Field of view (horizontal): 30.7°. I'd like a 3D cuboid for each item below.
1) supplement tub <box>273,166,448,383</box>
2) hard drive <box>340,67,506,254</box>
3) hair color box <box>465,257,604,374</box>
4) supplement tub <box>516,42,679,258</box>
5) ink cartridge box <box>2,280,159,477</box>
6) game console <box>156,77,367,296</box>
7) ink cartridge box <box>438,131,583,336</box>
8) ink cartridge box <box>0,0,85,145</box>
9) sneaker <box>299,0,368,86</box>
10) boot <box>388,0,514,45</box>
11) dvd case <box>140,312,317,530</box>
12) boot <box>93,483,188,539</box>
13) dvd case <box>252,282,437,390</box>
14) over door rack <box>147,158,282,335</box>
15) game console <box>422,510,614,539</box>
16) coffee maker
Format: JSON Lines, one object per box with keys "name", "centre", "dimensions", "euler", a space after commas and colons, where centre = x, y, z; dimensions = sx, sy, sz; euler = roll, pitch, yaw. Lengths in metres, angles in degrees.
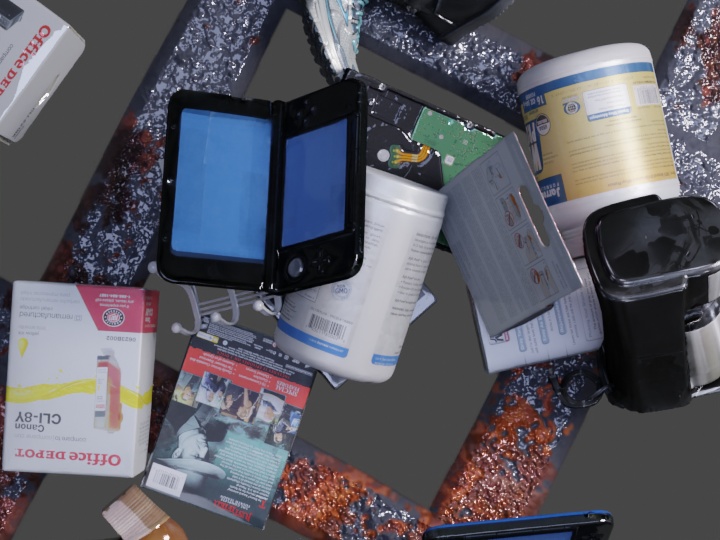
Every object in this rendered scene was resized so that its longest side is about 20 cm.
{"name": "supplement tub", "centre": [0.000, 0.000, 1.323], "dimensions": [0.131, 0.132, 0.202], "euler": [19, 96, 1]}
{"name": "hard drive", "centre": [0.049, -0.113, 1.395], "dimensions": [0.198, 0.038, 0.141], "euler": [21, 99, -11]}
{"name": "hair color box", "centre": [0.221, 0.041, 1.406], "dimensions": [0.198, 0.061, 0.100], "euler": [-12, 88, -1]}
{"name": "supplement tub", "centre": [0.251, -0.122, 1.368], "dimensions": [0.143, 0.145, 0.202], "euler": [-12, 88, 0]}
{"name": "ink cartridge box", "centre": [-0.297, 0.115, 1.396], "dimensions": [0.144, 0.083, 0.202], "euler": [3, 88, 0]}
{"name": "game console", "centre": [-0.092, -0.087, 1.257], "dimensions": [0.175, 0.116, 0.202], "euler": [-13, 68, 41]}
{"name": "ink cartridge box", "centre": [0.152, -0.036, 1.285], "dimensions": [0.047, 0.200, 0.161], "euler": [-20, 82, -25]}
{"name": "ink cartridge box", "centre": [-0.420, -0.253, 1.408], "dimensions": [0.199, 0.084, 0.145], "euler": [36, 88, 1]}
{"name": "sneaker", "centre": [-0.022, -0.285, 1.411], "dimensions": [0.086, 0.078, 0.202], "euler": [-19, 90, -7]}
{"name": "boot", "centre": [0.059, -0.326, 1.343], "dimensions": [0.199, 0.165, 0.066], "euler": [31, 54, -21]}
{"name": "dvd case", "centre": [-0.140, 0.163, 1.425], "dimensions": [0.145, 0.022, 0.202], "euler": [18, 87, 1]}
{"name": "boot", "centre": [-0.264, 0.347, 1.403], "dimensions": [0.200, 0.077, 0.156], "euler": [-40, 92, -8]}
{"name": "dvd case", "centre": [-0.035, 0.005, 1.418], "dimensions": [0.150, 0.025, 0.200], "euler": [-40, 86, -8]}
{"name": "over door rack", "centre": [-0.157, -0.042, 1.363], "dimensions": [0.147, 0.066, 0.202], "euler": [-14, 79, 42]}
{"name": "game console", "centre": [0.168, 0.339, 1.374], "dimensions": [0.198, 0.171, 0.119], "euler": [-6, 62, 0]}
{"name": "coffee maker", "centre": [0.272, 0.042, 1.263], "dimensions": [0.191, 0.201, 0.135], "euler": [-32, 48, -7]}
